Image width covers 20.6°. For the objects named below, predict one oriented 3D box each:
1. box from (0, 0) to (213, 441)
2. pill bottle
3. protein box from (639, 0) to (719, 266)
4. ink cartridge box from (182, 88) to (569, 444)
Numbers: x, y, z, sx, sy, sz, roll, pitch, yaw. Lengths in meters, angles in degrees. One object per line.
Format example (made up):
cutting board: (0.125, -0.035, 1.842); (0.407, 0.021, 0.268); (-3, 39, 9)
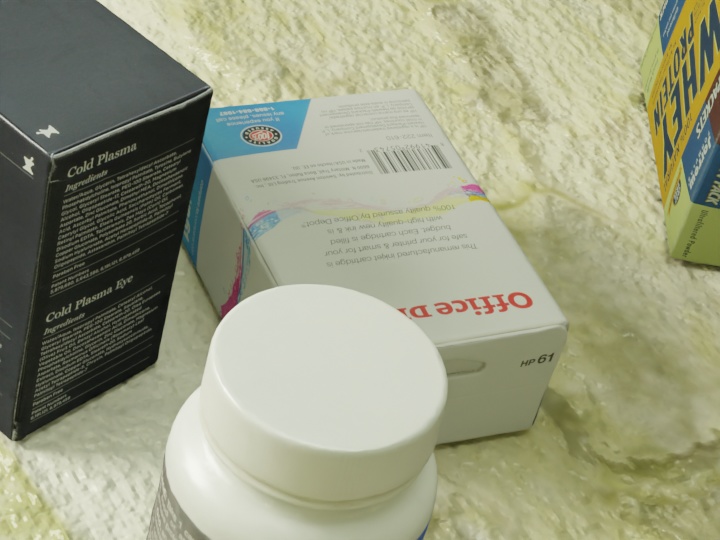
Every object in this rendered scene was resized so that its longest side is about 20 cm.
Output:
box: (-0.188, -0.054, 0.981); (0.200, 0.182, 0.104); (38, 45, 24)
pill bottle: (-0.031, 0.109, 0.831); (0.114, 0.200, 0.114); (9, 41, -8)
protein box: (0.294, -0.103, 1.225); (0.198, 0.135, 0.200); (10, 40, -7)
ink cartridge box: (0.000, 0.000, 1.054); (0.144, 0.085, 0.200); (-7, 44, -24)
